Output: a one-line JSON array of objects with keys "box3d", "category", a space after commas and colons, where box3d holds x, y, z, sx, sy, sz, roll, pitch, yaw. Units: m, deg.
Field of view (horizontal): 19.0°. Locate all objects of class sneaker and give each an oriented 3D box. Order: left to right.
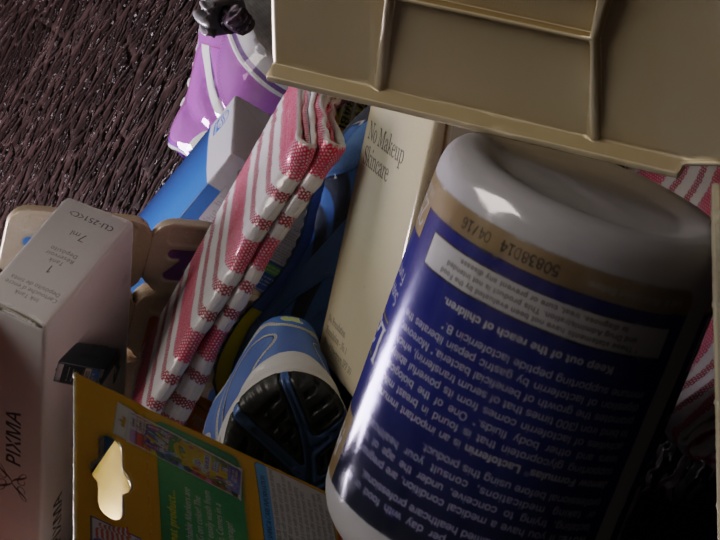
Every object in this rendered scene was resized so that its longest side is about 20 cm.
[{"box3d": [-0.087, -0.131, 1.334, 0.115, 0.072, 0.201, -54, 24, 25], "category": "sneaker"}, {"box3d": [-0.046, 0.112, 1.041, 0.077, 0.075, 0.201, -96, 21, -54], "category": "sneaker"}, {"box3d": [0.000, 0.000, 1.143, 0.078, 0.066, 0.201, 16, 71, 40], "category": "sneaker"}]

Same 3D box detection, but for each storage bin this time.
[{"box3d": [0.087, -0.137, 0.841, 0.200, 0.197, 0.094, -52, -30, -51], "category": "storage bin"}]

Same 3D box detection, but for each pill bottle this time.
[{"box3d": [0.053, 0.060, 0.809, 0.116, 0.115, 0.202, -121, 49, -65], "category": "pill bottle"}]

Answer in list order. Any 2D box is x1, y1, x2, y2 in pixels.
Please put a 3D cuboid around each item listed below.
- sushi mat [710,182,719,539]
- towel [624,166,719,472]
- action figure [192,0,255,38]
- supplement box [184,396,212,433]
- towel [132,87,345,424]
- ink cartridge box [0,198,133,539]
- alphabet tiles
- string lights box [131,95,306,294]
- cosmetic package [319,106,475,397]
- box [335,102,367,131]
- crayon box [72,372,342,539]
[{"box3d": [0.163, 0.045, 0.701, 0.012, 0.095, 0.201, 80, -167, -48], "category": "sushi mat"}, {"box3d": [0.141, -0.014, 0.880, 0.147, 0.030, 0.200, -58, 22, 7], "category": "towel"}, {"box3d": [-0.029, -0.175, 1.211, 0.131, 0.199, 0.069, -60, -14, 18], "category": "action figure"}, {"box3d": [-0.110, 0.170, 1.148, 0.201, 0.073, 0.126, -63, 21, -3], "category": "supplement box"}, {"box3d": [-0.062, -0.002, 1.085, 0.201, 0.030, 0.147, -59, 10, 17], "category": "towel"}, {"box3d": [-0.181, 0.091, 1.117, 0.177, 0.044, 0.201, -54, -20, -45], "category": "ink cartridge box"}, {"box3d": [-0.155, 0.044, 1.208, 0.015, 0.198, 0.197, -108, 28, -49], "category": "alphabet tiles"}, {"box3d": [-0.087, 0.004, 1.255, 0.200, 0.102, 0.059, -47, 27, 31], "category": "string lights box"}, {"box3d": [0.044, -0.038, 0.980, 0.104, 0.072, 0.202, -139, 58, -69], "category": "cosmetic package"}, {"box3d": [-0.034, -0.126, 1.365, 0.159, 0.046, 0.201, -30, 38, 51], "category": "box"}, {"box3d": [-0.042, 0.133, 0.878, 0.052, 0.199, 0.126, -53, 23, 22], "category": "crayon box"}]
